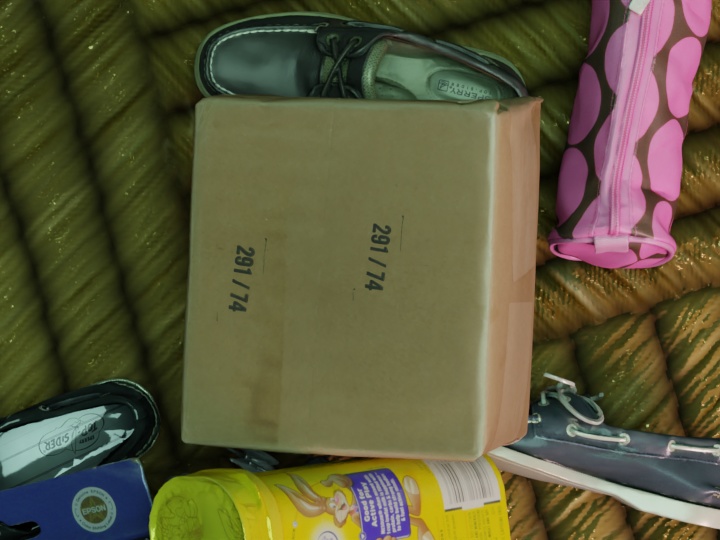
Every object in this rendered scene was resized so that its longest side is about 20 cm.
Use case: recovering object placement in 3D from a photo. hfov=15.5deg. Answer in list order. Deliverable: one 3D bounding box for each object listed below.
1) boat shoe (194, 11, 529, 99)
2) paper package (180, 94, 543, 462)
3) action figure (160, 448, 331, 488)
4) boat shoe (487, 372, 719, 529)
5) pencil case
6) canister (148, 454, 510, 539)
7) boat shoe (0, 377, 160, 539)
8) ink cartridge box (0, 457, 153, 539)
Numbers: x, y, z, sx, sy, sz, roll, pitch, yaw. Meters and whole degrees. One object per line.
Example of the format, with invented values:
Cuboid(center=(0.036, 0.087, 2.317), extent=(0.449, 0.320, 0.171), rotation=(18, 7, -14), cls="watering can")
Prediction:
Cuboid(center=(0.003, -0.116, 1.557), extent=(0.200, 0.066, 0.072), rotation=(8, 88, -6), cls="boat shoe")
Cuboid(center=(0.000, 0.000, 1.483), extent=(0.190, 0.103, 0.201), rotation=(3, 94, 17), cls="paper package")
Cuboid(center=(-0.076, 0.180, 1.535), extent=(0.130, 0.069, 0.200), rotation=(38, 88, -10), cls="action figure")
Cuboid(center=(0.129, 0.099, 1.561), extent=(0.200, 0.075, 0.062), rotation=(17, 87, -2), cls="boat shoe")
Cuboid(center=(0.161, -0.101, 1.562), extent=(0.091, 0.094, 0.201), rotation=(8, 88, -7), cls="pencil case")
Cuboid(center=(-0.010, 0.176, 1.465), extent=(0.200, 0.086, 0.149), rotation=(-5, 90, -42), cls="canister")
Cuboid(center=(-0.207, 0.123, 1.526), extent=(0.199, 0.066, 0.075), rotation=(-22, 92, -6), cls="boat shoe")
Cuboid(center=(-0.184, 0.223, 1.487), extent=(0.199, 0.041, 0.200), rotation=(-16, 100, 18), cls="ink cartridge box")
